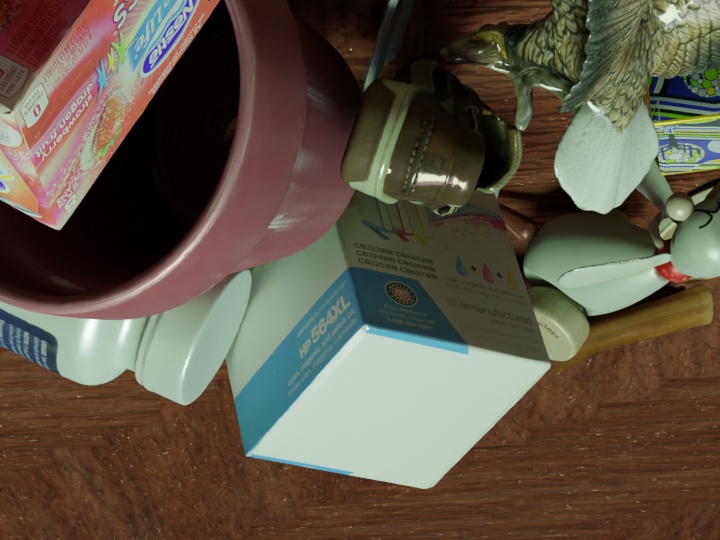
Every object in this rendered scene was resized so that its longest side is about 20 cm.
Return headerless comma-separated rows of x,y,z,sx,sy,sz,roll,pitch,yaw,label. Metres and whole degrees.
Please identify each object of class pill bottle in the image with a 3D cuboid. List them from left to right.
-0.165,-0.006,1.151,0.200,0.111,0.111,25,160,10,pill bottle

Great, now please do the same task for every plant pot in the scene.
-0.092,-0.073,1.023,0.200,0.200,0.179,-15,170,27,plant pot

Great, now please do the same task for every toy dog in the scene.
0.148,-0.023,1.271,0.096,0.132,0.200,40,134,-13,toy dog

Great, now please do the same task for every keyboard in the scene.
0.020,-0.137,1.031,0.011,0.056,0.200,26,156,3,keyboard

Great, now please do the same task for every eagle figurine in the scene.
0.124,-0.134,0.965,0.151,0.152,0.200,30,151,-20,eagle figurine

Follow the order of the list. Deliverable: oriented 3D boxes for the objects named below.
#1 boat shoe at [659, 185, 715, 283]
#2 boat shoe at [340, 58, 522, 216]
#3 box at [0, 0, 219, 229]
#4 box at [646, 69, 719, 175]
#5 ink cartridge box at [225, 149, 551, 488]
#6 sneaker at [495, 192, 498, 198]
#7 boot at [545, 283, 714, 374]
0.260,-0.021,1.314,0.074,0.069,0.200,13,154,-36,boat shoe
0.042,-0.059,1.057,0.075,0.075,0.202,18,-167,6,boat shoe
-0.104,-0.132,0.794,0.095,0.200,0.103,27,161,14,box
0.254,-0.103,1.128,0.200,0.064,0.070,-7,157,9,box
0.000,0.000,1.199,0.128,0.200,0.125,13,135,-32,ink cartridge box
0.032,0.013,1.347,0.076,0.088,0.200,3,157,-15,sneaker
0.118,0.038,1.443,0.200,0.069,0.188,-20,-177,-15,boot
